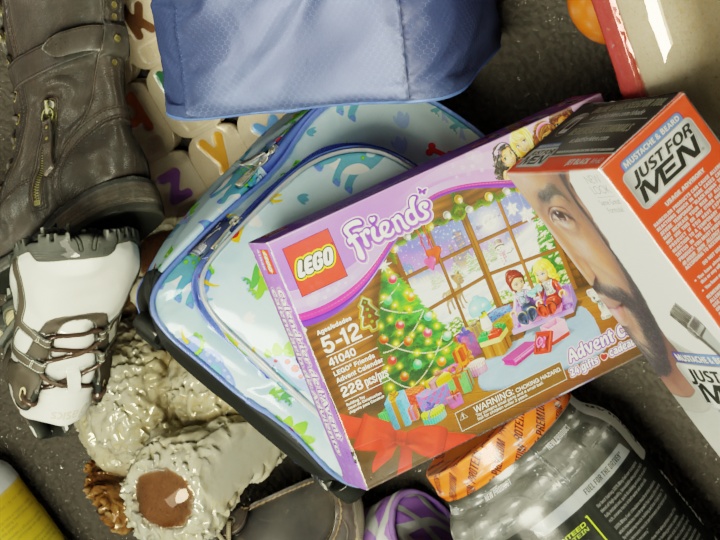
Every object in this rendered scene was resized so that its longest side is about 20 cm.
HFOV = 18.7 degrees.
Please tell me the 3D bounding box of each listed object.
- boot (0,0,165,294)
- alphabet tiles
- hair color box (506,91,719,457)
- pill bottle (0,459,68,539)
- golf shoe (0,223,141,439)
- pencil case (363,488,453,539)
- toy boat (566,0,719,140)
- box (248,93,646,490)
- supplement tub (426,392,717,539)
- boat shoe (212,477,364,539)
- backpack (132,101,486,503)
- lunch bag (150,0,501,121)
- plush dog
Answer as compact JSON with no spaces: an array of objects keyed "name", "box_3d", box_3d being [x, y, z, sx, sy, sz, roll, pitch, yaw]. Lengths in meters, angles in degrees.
[{"name":"boot","box_3d":[-0.190,-0.086,1.305,0.200,0.069,0.175,-24,71,36]},{"name":"alphabet tiles","box_3d":[-0.116,-0.127,1.320,0.200,0.015,0.196,-26,101,32]},{"name":"hair color box","box_3d":[0.171,0.009,1.090,0.200,0.064,0.111,53,165,-13]},{"name":"pill bottle","box_3d":[-0.256,0.198,1.480,0.112,0.112,0.200,-31,98,32]},{"name":"golf shoe","box_3d":[-0.164,0.036,1.255,0.200,0.078,0.095,123,139,-66]},{"name":"pencil case","box_3d":[-0.017,0.213,1.396,0.085,0.084,0.200,35,129,-28]},{"name":"toy boat","box_3d":[0.159,-0.143,1.141,0.131,0.130,0.200,4,119,57]},{"name":"box","box_3d":[0.058,0.009,1.129,0.137,0.200,0.039,67,163,-8]},{"name":"supplement tub","box_3d":[0.137,0.165,1.278,0.122,0.123,0.200,-36,96,33]},{"name":"boat shoe","box_3d":[-0.079,0.189,1.350,0.200,0.073,0.075,-41,55,28]},{"name":"backpack","box_3d":[0.000,0.000,1.209,0.183,0.200,0.147,41,168,-9]},{"name":"lunch bag","box_3d":[-0.015,-0.165,1.178,0.200,0.136,0.133,-4,110,17]},{"name":"plush dog","box_3d":[-0.111,0.074,1.361,0.172,0.160,0.201,-6,82,42]}]
